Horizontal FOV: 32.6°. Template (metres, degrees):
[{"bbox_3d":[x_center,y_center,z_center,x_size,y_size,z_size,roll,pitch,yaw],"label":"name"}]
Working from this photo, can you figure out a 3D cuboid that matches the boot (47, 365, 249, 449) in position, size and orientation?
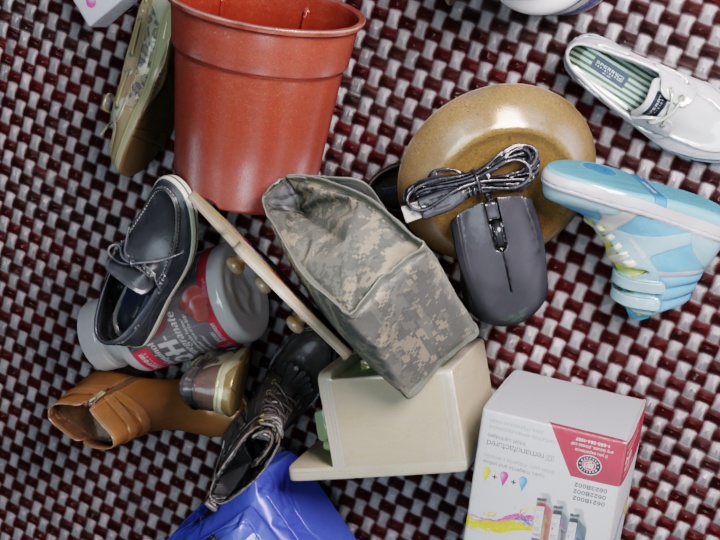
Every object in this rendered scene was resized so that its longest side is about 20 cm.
[{"bbox_3d":[-0.232,0.163,1.367,0.198,0.155,0.075,10,104,18],"label":"boot"}]

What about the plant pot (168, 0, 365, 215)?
[{"bbox_3d":[-0.108,-0.173,1.244,0.199,0.201,0.197,17,114,16],"label":"plant pot"}]

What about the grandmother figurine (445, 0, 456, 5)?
[{"bbox_3d":[0.028,-0.346,1.225,0.200,0.061,0.121,40,84,11],"label":"grandmother figurine"}]

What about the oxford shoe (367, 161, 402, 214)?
[{"bbox_3d":[0.098,-0.089,1.234,0.198,0.084,0.073,-14,93,20],"label":"oxford shoe"}]

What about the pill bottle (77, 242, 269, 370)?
[{"bbox_3d":[-0.210,0.048,1.360,0.198,0.111,0.112,-17,95,22],"label":"pill bottle"}]

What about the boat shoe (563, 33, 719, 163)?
[{"bbox_3d":[0.276,-0.157,1.163,0.199,0.067,0.074,28,109,13],"label":"boat shoe"}]

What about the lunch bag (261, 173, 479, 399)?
[{"bbox_3d":[0.000,0.000,1.188,0.117,0.164,0.200,-43,48,-7],"label":"lunch bag"}]

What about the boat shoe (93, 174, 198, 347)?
[{"bbox_3d":[-0.220,-0.004,1.250,0.074,0.062,0.201,37,117,24],"label":"boat shoe"}]

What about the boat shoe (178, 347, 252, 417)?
[{"bbox_3d":[-0.152,0.111,1.293,0.064,0.200,0.074,12,86,-2],"label":"boat shoe"}]

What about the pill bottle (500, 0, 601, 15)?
[{"bbox_3d":[0.168,-0.286,1.105,0.110,0.200,0.112,4,102,19],"label":"pill bottle"}]

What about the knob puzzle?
[{"bbox_3d":[-0.078,0.026,1.202,0.030,0.220,0.220,-45,83,-1],"label":"knob puzzle"}]

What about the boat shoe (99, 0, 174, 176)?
[{"bbox_3d":[-0.234,-0.203,1.345,0.062,0.073,0.202,25,97,20],"label":"boat shoe"}]

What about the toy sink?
[{"bbox_3d":[0.026,0.140,1.282,0.198,0.130,0.113,-7,98,22],"label":"toy sink"}]

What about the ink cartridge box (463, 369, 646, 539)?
[{"bbox_3d":[0.191,0.226,1.230,0.144,0.145,0.202,11,105,17],"label":"ink cartridge box"}]

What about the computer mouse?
[{"bbox_3d":[0.128,-0.014,1.179,0.137,0.053,0.201,-20,127,3],"label":"computer mouse"}]

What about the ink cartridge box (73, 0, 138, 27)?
[{"bbox_3d":[-0.267,-0.401,1.329,0.199,0.043,0.197,-33,88,24],"label":"ink cartridge box"}]

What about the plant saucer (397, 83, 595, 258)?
[{"bbox_3d":[0.136,-0.082,1.187,0.198,0.036,0.202,-5,126,-7],"label":"plant saucer"}]

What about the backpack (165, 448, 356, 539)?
[{"bbox_3d":[-0.135,0.318,1.359,0.199,0.167,0.163,-36,83,29],"label":"backpack"}]

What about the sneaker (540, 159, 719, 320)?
[{"bbox_3d":[0.246,-0.022,1.166,0.198,0.080,0.132,16,112,-12],"label":"sneaker"}]

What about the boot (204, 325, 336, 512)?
[{"bbox_3d":[-0.089,0.153,1.285,0.069,0.174,0.201,35,92,-4],"label":"boot"}]
